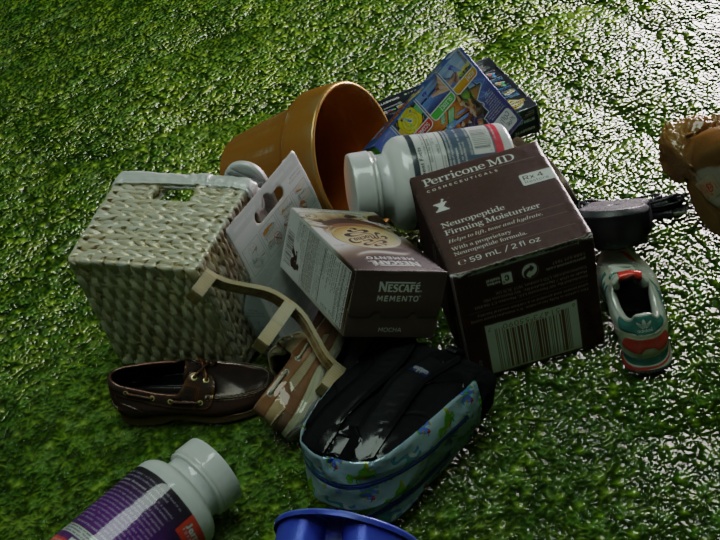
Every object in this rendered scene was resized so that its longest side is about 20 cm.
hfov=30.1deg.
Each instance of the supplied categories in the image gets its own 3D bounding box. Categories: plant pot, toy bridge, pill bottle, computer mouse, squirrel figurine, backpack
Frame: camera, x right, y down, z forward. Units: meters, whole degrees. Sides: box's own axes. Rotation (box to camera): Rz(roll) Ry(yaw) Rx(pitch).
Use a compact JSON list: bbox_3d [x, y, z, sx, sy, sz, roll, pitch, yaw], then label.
[{"bbox_3d":[-0.077,-0.133,1.764,0.183,0.200,0.200,-8,37,34],"label":"plant pot"},{"bbox_3d":[-0.095,0.061,1.488,0.200,0.027,0.067,36,56,-2],"label":"toy bridge"},{"bbox_3d":[0.085,-0.112,1.651,0.199,0.120,0.120,-8,38,-8],"label":"pill bottle"},{"bbox_3d":[0.313,-0.056,1.603,0.138,0.053,0.200,-2,7,20],"label":"computer mouse"},{"bbox_3d":[0.474,-0.148,1.635,0.186,0.142,0.200,-30,43,-28],"label":"squirrel figurine"},{"bbox_3d":[-0.221,0.267,1.377,0.111,0.112,0.200,25,54,39],"label":"pill bottle"},{"bbox_3d":[0.026,0.170,1.406,0.163,0.154,0.200,17,27,28],"label":"backpack"}]

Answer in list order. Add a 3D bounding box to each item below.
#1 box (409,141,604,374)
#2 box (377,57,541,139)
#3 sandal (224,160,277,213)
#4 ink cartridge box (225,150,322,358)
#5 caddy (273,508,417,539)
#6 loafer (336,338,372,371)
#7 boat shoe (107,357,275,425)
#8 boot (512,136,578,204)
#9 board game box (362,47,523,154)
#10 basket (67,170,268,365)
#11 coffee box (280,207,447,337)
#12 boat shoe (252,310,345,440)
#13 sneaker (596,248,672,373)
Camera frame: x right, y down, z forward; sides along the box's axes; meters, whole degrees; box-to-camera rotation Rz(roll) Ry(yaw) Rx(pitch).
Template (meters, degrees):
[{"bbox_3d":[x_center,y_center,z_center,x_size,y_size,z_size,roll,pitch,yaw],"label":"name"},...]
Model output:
[{"bbox_3d":[0.167,-0.012,1.543,0.165,0.165,0.200,-17,39,-2],"label":"box"},{"bbox_3d":[0.132,-0.218,1.895,0.199,0.046,0.159,-23,40,-10],"label":"box"},{"bbox_3d":[-0.116,-0.068,1.667,0.079,0.207,0.059,7,47,16],"label":"sandal"},{"bbox_3d":[-0.096,-0.016,1.603,0.050,0.200,0.162,-1,39,37],"label":"ink cartridge box"},{"bbox_3d":[-0.005,0.280,1.235,0.141,0.200,0.105,1,58,20],"label":"caddy"},{"bbox_3d":[0.006,0.090,1.545,0.073,0.072,0.200,8,45,24],"label":"loafer"},{"bbox_3d":[-0.197,0.136,1.560,0.199,0.070,0.071,-8,38,6],"label":"boat shoe"},{"bbox_3d":[0.215,-0.110,1.715,0.075,0.074,0.200,-34,24,-4],"label":"boot"},{"bbox_3d":[0.111,-0.178,1.761,0.200,0.135,0.034,-49,16,-24],"label":"board game box"},{"bbox_3d":[-0.215,0.002,1.623,0.198,0.200,0.161,5,45,23],"label":"basket"},{"bbox_3d":[0.000,0.000,1.493,0.113,0.080,0.200,2,21,-26],"label":"coffee box"},{"bbox_3d":[-0.068,0.101,1.537,0.072,0.076,0.200,28,44,-6],"label":"boat shoe"},{"bbox_3d":[0.310,0.020,1.515,0.070,0.094,0.200,-9,39,6],"label":"sneaker"}]
